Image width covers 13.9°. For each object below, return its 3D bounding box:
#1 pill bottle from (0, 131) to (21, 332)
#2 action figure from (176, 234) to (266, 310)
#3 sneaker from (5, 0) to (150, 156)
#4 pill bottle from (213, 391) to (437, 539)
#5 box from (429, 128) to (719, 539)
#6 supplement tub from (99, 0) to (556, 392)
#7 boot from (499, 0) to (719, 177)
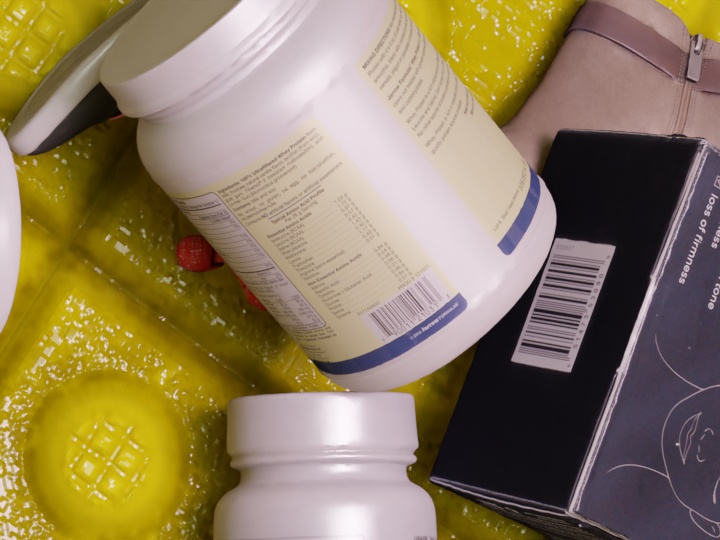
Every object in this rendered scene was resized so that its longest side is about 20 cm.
[{"bbox_3d":[-0.267,-0.019,1.365,0.199,0.116,0.117,1,83,-25],"label":"pill bottle"},{"bbox_3d":[0.000,0.000,1.527,0.199,0.052,0.066,7,75,-22],"label":"action figure"},{"bbox_3d":[-0.082,-0.098,1.488,0.200,0.071,0.099,-42,106,-21],"label":"sneaker"},{"bbox_3d":[-0.017,0.163,1.462,0.113,0.113,0.201,2,83,-25],"label":"pill bottle"},{"bbox_3d":[0.170,0.058,1.516,0.196,0.124,0.201,27,79,-34],"label":"box"},{"bbox_3d":[-0.016,-0.057,1.410,0.145,0.145,0.200,-49,112,-22],"label":"supplement tub"},{"bbox_3d":[0.116,-0.087,1.587,0.199,0.070,0.147,24,71,-26],"label":"boot"}]
